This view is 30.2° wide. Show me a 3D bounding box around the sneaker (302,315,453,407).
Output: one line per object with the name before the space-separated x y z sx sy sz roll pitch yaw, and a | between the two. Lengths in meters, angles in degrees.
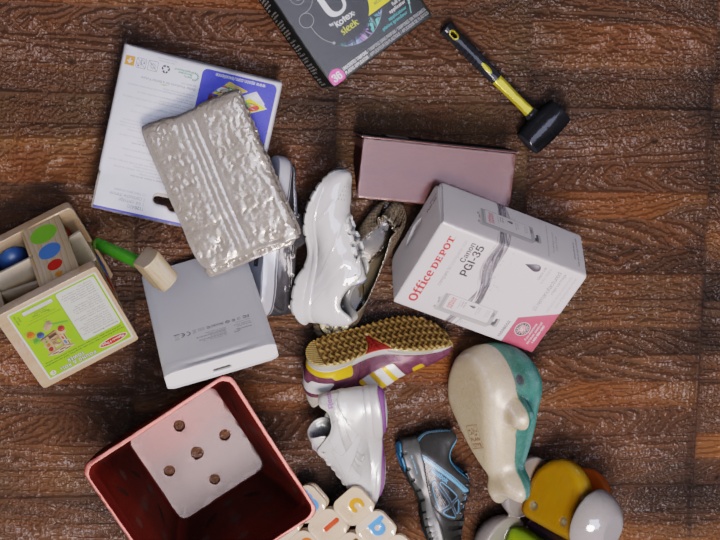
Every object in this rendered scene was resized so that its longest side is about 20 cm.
sneaker | 0.020 0.119 1.690 0.199 0.075 0.090 -8 129 -19

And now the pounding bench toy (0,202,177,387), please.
pounding bench toy | -0.325 0.005 1.566 0.199 0.156 0.125 -27 133 -5

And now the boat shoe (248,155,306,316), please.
boat shoe | -0.094 -0.039 1.651 0.066 0.070 0.201 5 93 -27

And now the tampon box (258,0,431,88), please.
tampon box | -0.039 -0.341 1.589 0.150 0.126 0.200 -37 100 -4

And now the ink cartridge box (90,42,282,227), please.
ink cartridge box | -0.213 -0.156 1.629 0.197 0.047 0.201 12 97 -11

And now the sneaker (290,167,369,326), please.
sneaker | -0.026 -0.026 1.632 0.087 0.074 0.201 12 104 21

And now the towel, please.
towel | -0.164 -0.103 1.590 0.132 0.034 0.201 -21 97 6

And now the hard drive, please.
hard drive | -0.182 0.052 1.584 0.131 0.200 0.027 -16 128 -7

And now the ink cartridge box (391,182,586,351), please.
ink cartridge box | 0.155 -0.002 1.648 0.199 0.083 0.147 20 128 -14

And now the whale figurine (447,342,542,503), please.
whale figurine | 0.184 0.189 1.681 0.103 0.159 0.201 -10 83 -26

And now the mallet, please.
mallet | 0.171 -0.229 1.685 0.200 0.041 0.066 37 93 -6

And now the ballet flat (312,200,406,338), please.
ballet flat | 0.000 0.000 1.677 0.067 0.046 0.201 30 92 -10

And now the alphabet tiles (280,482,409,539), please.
alphabet tiles | -0.029 0.366 1.689 0.200 0.015 0.196 47 114 2

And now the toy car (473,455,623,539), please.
toy car | 0.257 0.343 1.719 0.150 0.175 0.201 19 94 -47

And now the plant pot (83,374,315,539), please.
plant pot | -0.195 0.241 1.610 0.199 0.176 0.201 -33 101 -4

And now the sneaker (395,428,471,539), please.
sneaker | 0.112 0.301 1.718 0.082 0.073 0.201 -19 100 -7

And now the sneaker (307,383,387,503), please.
sneaker | -0.017 0.223 1.672 0.099 0.075 0.201 -2 122 -3

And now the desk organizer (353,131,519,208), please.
desk organizer | 0.090 -0.123 1.665 0.199 0.072 0.077 5 99 -9
